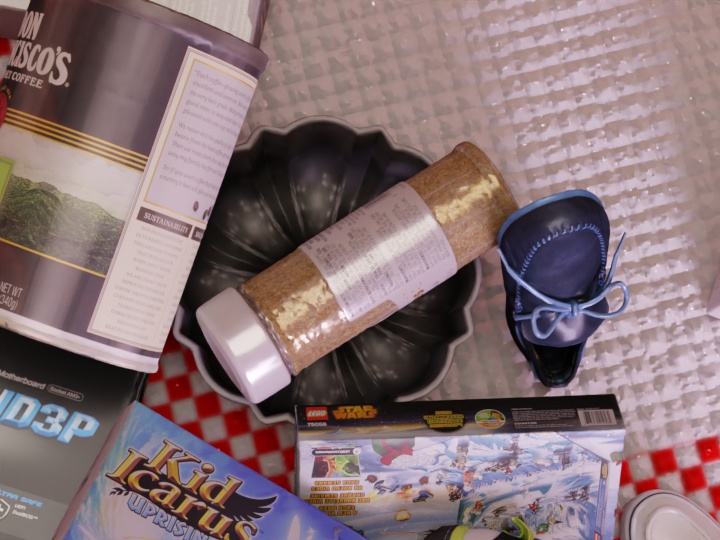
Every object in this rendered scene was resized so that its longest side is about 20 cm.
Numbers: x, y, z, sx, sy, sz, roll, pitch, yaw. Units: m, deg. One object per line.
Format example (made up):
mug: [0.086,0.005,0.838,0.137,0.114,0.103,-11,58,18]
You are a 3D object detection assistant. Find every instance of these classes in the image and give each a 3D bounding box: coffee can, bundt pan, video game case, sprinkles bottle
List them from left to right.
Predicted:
coffee can: [-0.155,-0.057,1.243,0.146,0.146,0.201,19,89,-1]
video game case: [-0.088,0.200,1.203,0.199,0.045,0.182,31,53,-8]
bundt pan: [-0.026,0.007,1.339,0.201,0.076,0.203,1,80,-5]
sprinkles bottle: [0.000,0.000,1.269,0.200,0.068,0.068,-33,84,-9]

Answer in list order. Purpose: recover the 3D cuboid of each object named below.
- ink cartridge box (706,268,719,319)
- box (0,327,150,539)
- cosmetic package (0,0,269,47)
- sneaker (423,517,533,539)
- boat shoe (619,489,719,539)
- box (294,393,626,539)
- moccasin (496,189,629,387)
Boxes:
ink cartridge box: [0.303,-0.061,1.340,0.082,0.147,0.201,20,79,-1]
box: [-0.243,0.087,1.321,0.199,0.046,0.160,18,76,-1]
cosmetic package: [-0.158,-0.196,1.363,0.199,0.090,0.107,11,80,0]
sneaker: [0.070,0.242,1.232,0.082,0.072,0.201,1,73,15]
boat shoe: [0.232,0.227,1.323,0.072,0.066,0.201,-25,82,-9]
box: [0.058,0.144,1.299,0.199,0.040,0.137,-1,123,-5]
moccasin: [0.128,0.014,1.283,0.080,0.200,0.068,-15,67,2]
